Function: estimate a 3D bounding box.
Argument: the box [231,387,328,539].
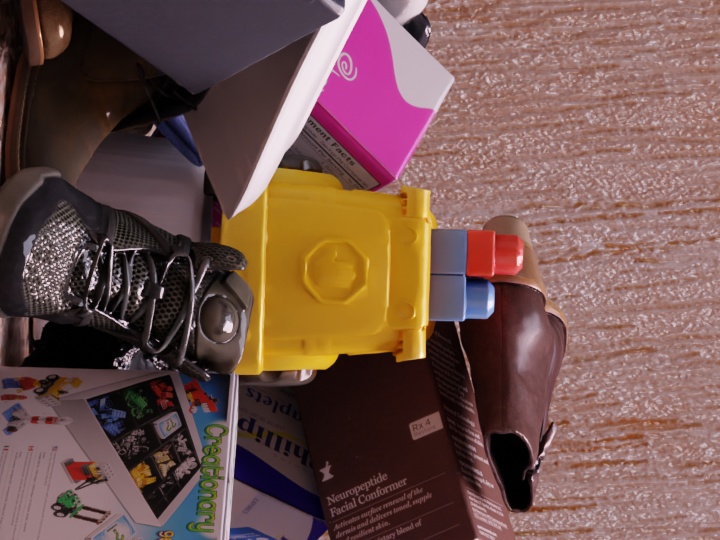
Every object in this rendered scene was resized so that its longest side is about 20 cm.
[{"bbox_3d":[-0.110,0.135,1.554,0.184,0.105,0.200,-47,-154,30],"label":"box"}]

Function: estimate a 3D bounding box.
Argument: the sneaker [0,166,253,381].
[{"bbox_3d":[-0.117,0.003,1.132,0.199,0.114,0.076,28,80,-74],"label":"sneaker"}]

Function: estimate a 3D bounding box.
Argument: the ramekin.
[{"bbox_3d":[-0.144,0.008,1.420,0.200,0.097,0.201,-178,-90,-89],"label":"ramekin"}]

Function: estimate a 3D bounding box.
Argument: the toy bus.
[{"bbox_3d":[0.000,0.000,1.375,0.200,0.191,0.136,150,-60,-88],"label":"toy bus"}]

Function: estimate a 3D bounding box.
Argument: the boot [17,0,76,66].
[{"bbox_3d":[-0.144,-0.185,1.210,0.074,0.075,0.200,96,-3,-47],"label":"boot"}]

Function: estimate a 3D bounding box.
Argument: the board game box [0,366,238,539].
[{"bbox_3d":[-0.125,0.112,1.100,0.200,0.126,0.035,-90,-178,-61],"label":"board game box"}]

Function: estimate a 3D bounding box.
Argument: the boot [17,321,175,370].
[{"bbox_3d":[-0.155,0.126,1.268,0.199,0.073,0.163,-65,159,-18],"label":"boot"}]

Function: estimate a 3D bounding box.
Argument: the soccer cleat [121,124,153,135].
[{"bbox_3d":[-0.160,-0.111,1.523,0.200,0.069,0.078,-104,-161,-74],"label":"soccer cleat"}]

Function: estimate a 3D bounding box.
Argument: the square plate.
[{"bbox_3d":[-0.040,-0.151,1.246,0.200,0.028,0.198,-62,-154,20],"label":"square plate"}]

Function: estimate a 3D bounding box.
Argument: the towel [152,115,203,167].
[{"bbox_3d":[-0.137,-0.147,1.406,0.147,0.024,0.200,51,12,-17],"label":"towel"}]

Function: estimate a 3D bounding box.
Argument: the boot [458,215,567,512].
[{"bbox_3d":[0.094,0.081,1.461,0.200,0.072,0.167,75,15,-57],"label":"boot"}]

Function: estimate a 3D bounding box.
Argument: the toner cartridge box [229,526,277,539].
[{"bbox_3d":[-0.115,0.197,1.270,0.200,0.043,0.095,7,102,-59],"label":"toner cartridge box"}]

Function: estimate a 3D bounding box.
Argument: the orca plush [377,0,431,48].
[{"bbox_3d":[0.011,-0.177,1.521,0.071,0.105,0.200,-44,162,-43],"label":"orca plush"}]

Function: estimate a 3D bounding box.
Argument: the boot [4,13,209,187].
[{"bbox_3d":[-0.128,-0.102,1.226,0.075,0.097,0.201,79,18,-61],"label":"boot"}]

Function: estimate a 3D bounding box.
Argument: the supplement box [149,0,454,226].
[{"bbox_3d":[-0.049,-0.092,1.501,0.200,0.103,0.101,-24,-152,47],"label":"supplement box"}]

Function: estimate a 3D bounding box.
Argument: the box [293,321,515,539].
[{"bbox_3d":[0.024,0.109,1.468,0.075,0.100,0.201,35,34,-54],"label":"box"}]

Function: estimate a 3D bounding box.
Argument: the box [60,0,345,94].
[{"bbox_3d":[-0.091,-0.220,1.160,0.148,0.107,0.201,35,43,-39],"label":"box"}]
